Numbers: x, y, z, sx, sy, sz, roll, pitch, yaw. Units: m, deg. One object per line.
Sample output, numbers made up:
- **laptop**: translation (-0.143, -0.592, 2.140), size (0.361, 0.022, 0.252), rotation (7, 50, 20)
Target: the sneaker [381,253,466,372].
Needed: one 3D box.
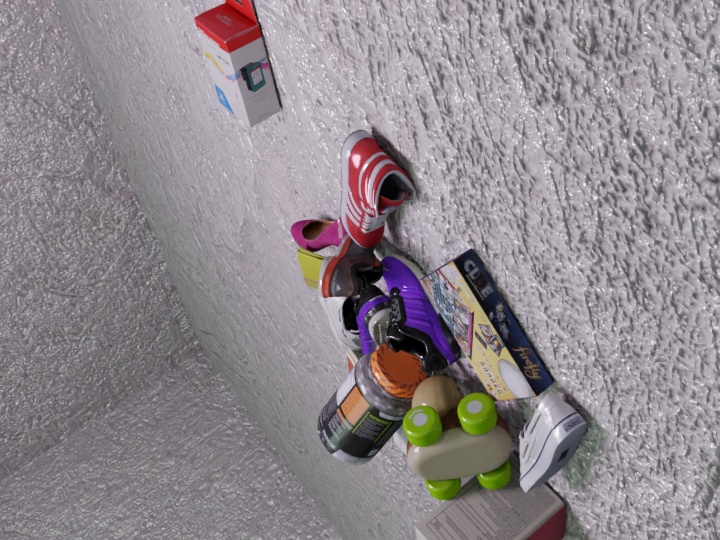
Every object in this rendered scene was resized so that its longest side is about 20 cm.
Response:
- **sneaker**: translation (0.069, 0.066, 1.248), size (0.201, 0.098, 0.070), rotation (53, 161, 26)

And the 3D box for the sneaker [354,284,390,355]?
- **sneaker**: translation (0.027, 0.094, 1.450), size (0.100, 0.068, 0.202), rotation (58, 162, 31)

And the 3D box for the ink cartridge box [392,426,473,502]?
- **ink cartridge box**: translation (0.120, 0.285, 1.483), size (0.200, 0.083, 0.146), rotation (47, 158, 33)

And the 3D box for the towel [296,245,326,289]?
- **towel**: translation (-0.066, 0.005, 1.530), size (0.084, 0.018, 0.200), rotation (18, 164, 7)

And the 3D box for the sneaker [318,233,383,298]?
- **sneaker**: translation (0.000, 0.000, 1.278), size (0.080, 0.200, 0.079), rotation (11, 114, 14)

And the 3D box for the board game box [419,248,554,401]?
- **board game box**: translation (0.165, 0.078, 1.129), size (0.202, 0.034, 0.135), rotation (59, 161, 1)

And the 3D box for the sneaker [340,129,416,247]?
- **sneaker**: translation (0.025, -0.086, 1.181), size (0.113, 0.070, 0.202), rotation (48, 156, 38)

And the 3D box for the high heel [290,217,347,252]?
- **high heel**: translation (-0.066, -0.078, 1.430), size (0.198, 0.068, 0.097), rotation (16, 146, 43)

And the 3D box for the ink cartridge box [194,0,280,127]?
- **ink cartridge box**: translation (-0.204, -0.351, 1.367), size (0.116, 0.067, 0.203), rotation (41, 154, 41)

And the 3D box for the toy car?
- **toy car**: translation (0.140, 0.210, 1.278), size (0.202, 0.154, 0.166), rotation (-94, -13, -49)

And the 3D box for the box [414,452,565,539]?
- **box**: translation (0.198, 0.396, 1.273), size (0.128, 0.198, 0.110), rotation (41, 157, 39)

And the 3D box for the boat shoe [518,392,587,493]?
- **boat shoe**: translation (0.245, 0.227, 1.118), size (0.066, 0.072, 0.202), rotation (53, 151, 28)

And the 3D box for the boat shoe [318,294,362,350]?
- **boat shoe**: translation (-0.012, 0.091, 1.531), size (0.065, 0.072, 0.202), rotation (34, 157, 38)

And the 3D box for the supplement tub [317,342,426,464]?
- **supplement tub**: translation (0.020, 0.219, 1.392), size (0.123, 0.121, 0.201), rotation (51, 128, 20)

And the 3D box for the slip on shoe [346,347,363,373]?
- **slip on shoe**: translation (0.005, 0.194, 1.590), size (0.073, 0.062, 0.200), rotation (18, -166, -13)
